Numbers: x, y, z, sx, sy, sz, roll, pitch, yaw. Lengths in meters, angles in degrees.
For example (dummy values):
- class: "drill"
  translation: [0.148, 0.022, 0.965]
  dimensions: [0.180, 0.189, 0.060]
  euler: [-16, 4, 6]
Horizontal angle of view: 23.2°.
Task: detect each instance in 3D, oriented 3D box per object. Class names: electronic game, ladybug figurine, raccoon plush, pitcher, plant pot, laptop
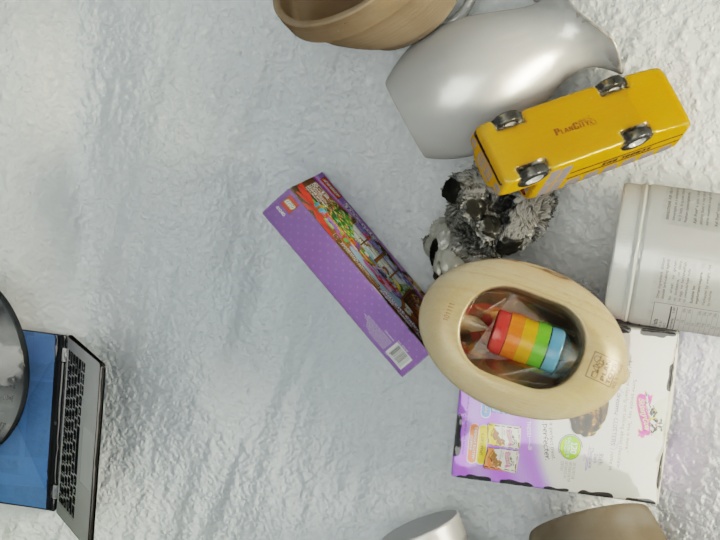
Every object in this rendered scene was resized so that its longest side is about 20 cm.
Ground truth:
- class: "electronic game"
  translation: [-0.413, 0.093, 1.768]
  dimensions: [0.200, 0.042, 0.200]
  euler: [3, 97, 30]
- class: "ladybug figurine"
  translation: [0.147, 0.065, 1.589]
  dimensions: [0.200, 0.072, 0.136]
  euler: [23, 83, -2]
- class: "raccoon plush"
  translation: [0.147, -0.055, 1.667]
  dimensions: [0.200, 0.134, 0.097]
  euler: [-27, 76, -19]
- class: "pitcher"
  translation: [0.118, -0.207, 1.625]
  dimensions: [0.200, 0.121, 0.172]
  euler: [-29, 68, 5]
- class: "plant pot"
  translation: [0.025, -0.268, 1.608]
  dimensions: [0.201, 0.201, 0.093]
  euler: [-33, 125, 13]
- class: "laptop"
  translation: [-0.341, 0.161, 1.752]
  dimensions: [0.116, 0.200, 0.187]
  euler: [1, 100, -24]
- class: "plant pot"
  translation: [0.232, 0.317, 1.639]
  dimensions: [0.200, 0.200, 0.174]
  euler: [-17, 70, 12]

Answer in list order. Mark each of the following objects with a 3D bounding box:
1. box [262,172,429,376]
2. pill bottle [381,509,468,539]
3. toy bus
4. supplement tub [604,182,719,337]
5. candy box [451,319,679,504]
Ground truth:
- class: "box"
  translation: [0.000, 0.000, 1.654]
  dimensions: [0.039, 0.137, 0.200]
  euler: [-40, 90, 14]
- class: "pill bottle"
  translation: [0.094, 0.339, 1.699]
  dimensions: [0.111, 0.111, 0.200]
  euler: [-22, 94, 12]
- class: "toy bus"
  translation: [0.196, -0.121, 1.585]
  dimensions: [0.200, 0.078, 0.065]
  euler: [-20, 74, -17]
- class: "supplement tub"
  translation: [0.330, -0.005, 1.599]
  dimensions: [0.200, 0.132, 0.132]
  euler: [10, 100, 9]
- class: "candy box"
  translation: [0.196, 0.122, 1.671]
  dimensions: [0.200, 0.072, 0.168]
  euler: [7, 99, 9]
